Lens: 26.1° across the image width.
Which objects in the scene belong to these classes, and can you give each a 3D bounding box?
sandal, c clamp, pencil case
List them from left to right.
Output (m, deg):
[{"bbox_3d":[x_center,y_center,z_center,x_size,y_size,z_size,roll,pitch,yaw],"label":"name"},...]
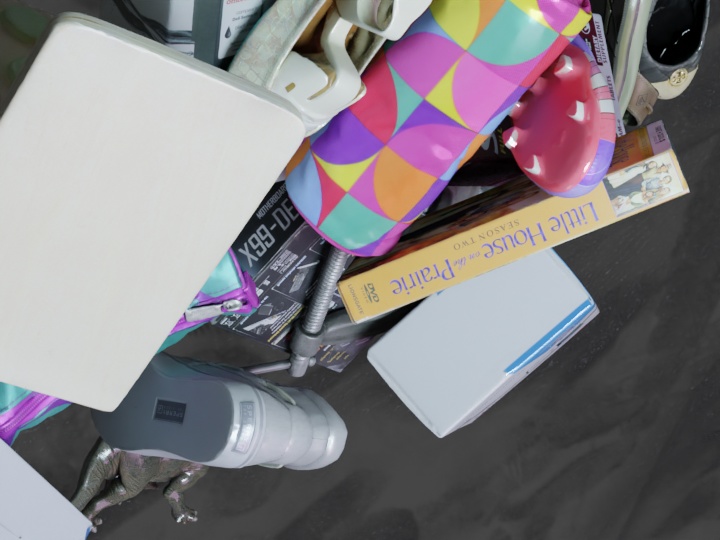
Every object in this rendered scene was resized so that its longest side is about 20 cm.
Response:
[{"bbox_3d":[-0.163,0.033,0.960,0.200,0.092,0.085,-30,136,-13],"label":"pencil case"},{"bbox_3d":[0.000,0.000,1.041,0.171,0.027,0.200,-7,137,-37],"label":"c clamp"},{"bbox_3d":[0.038,-0.100,0.840,0.088,0.088,0.200,9,128,-47],"label":"pencil case"},{"bbox_3d":[0.184,-0.133,1.088,0.057,0.080,0.201,-4,136,-16],"label":"sandal"}]

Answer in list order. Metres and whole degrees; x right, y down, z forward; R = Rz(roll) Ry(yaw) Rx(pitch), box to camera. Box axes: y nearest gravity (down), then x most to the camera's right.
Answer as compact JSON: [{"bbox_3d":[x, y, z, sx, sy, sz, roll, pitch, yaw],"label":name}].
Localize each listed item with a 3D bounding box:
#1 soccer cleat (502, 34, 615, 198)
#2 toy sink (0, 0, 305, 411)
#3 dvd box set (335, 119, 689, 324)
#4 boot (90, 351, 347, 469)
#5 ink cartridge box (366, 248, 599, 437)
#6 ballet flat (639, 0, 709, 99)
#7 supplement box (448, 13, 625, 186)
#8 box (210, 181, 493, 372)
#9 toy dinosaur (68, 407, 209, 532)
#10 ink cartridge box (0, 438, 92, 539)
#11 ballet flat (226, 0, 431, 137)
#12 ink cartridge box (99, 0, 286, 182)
[{"bbox_3d":[0.117,-0.096,0.875,0.076,0.200,0.067,28,113,-23],"label":"soccer cleat"},{"bbox_3d":[-0.138,-0.050,0.755,0.130,0.112,0.200,19,122,-30],"label":"toy sink"},{"bbox_3d":[0.091,-0.031,0.910,0.200,0.029,0.146,-22,-172,13],"label":"dvd box set"},{"bbox_3d":[-0.095,0.096,1.011,0.096,0.200,0.074,15,89,-37],"label":"boot"},{"bbox_3d":[0.097,0.043,1.154,0.146,0.086,0.200,-42,170,6],"label":"ink cartridge box"},{"bbox_3d":[0.222,-0.189,1.085,0.066,0.057,0.200,-27,145,-15],"label":"ballet flat"},{"bbox_3d":[0.081,-0.112,0.987,0.200,0.109,0.061,-4,169,-43],"label":"supplement box"},{"bbox_3d":[-0.002,-0.028,1.077,0.200,0.050,0.158,-47,146,13],"label":"box"},{"bbox_3d":[-0.154,0.132,1.124,0.200,0.077,0.102,2,118,-37],"label":"toy dinosaur"},{"bbox_3d":[-0.279,0.132,0.920,0.076,0.200,0.136,-64,152,-23],"label":"ink cartridge box"},{"bbox_3d":[-0.011,-0.124,0.794,0.067,0.062,0.200,12,122,-44],"label":"ballet flat"},{"bbox_3d":[-0.062,-0.144,0.853,0.147,0.083,0.200,-17,140,-29],"label":"ink cartridge box"}]
